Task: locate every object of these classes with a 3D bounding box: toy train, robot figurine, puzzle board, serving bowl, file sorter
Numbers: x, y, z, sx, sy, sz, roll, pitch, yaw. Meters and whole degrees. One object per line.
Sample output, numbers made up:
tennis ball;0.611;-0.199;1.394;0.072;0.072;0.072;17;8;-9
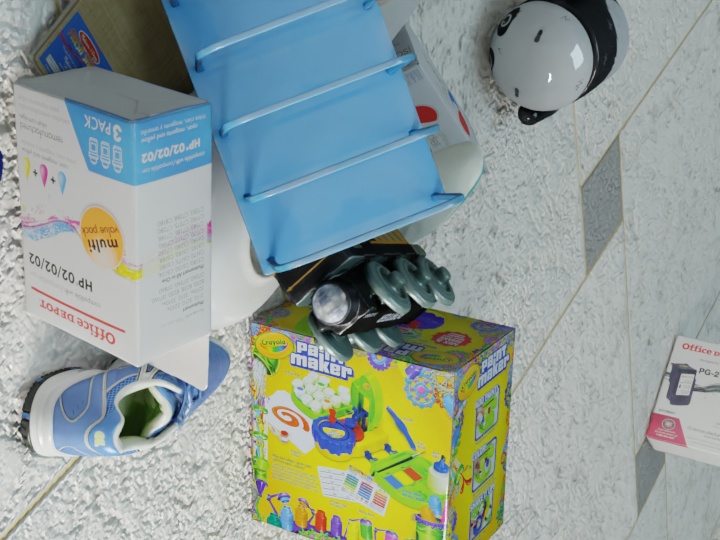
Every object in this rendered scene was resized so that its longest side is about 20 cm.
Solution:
toy train;0.000;0.000;0.964;0.085;0.114;0.200;-39;168;19
robot figurine;0.222;-0.253;1.402;0.200;0.124;0.151;-36;107;-50
puzzle board;-0.149;-0.131;0.898;0.151;0.017;0.201;-60;145;-27
serving bowl;-0.089;-0.044;0.956;0.200;0.065;0.201;-49;148;-46
file sorter;-0.031;-0.111;0.808;0.123;0.138;0.202;-149;-141;-82

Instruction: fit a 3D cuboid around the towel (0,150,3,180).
towel;-0.285;-0.028;0.668;0.200;0.049;0.149;30;68;-59

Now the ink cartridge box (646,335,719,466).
ink cartridge box;0.610;0.231;2.235;0.084;0.144;0.201;48;59;-55

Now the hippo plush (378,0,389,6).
hippo plush;-0.043;-0.269;0.886;0.160;0.159;0.201;-17;134;-45

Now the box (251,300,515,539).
box;0.017;0.136;1.098;0.122;0.199;0.194;-27;124;-54

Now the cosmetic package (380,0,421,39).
cosmetic package;-0.013;-0.214;1.041;0.201;0.082;0.051;-57;142;-34

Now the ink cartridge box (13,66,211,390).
ink cartridge box;-0.157;-0.018;0.808;0.068;0.115;0.202;-24;125;-46

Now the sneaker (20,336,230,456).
sneaker;-0.151;0.096;0.913;0.200;0.076;0.076;-25;120;-57

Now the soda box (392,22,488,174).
soda box;0.054;-0.150;1.174;0.200;0.063;0.069;47;22;-56

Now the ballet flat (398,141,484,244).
ballet flat;0.018;-0.048;1.078;0.069;0.200;0.070;37;30;-26
